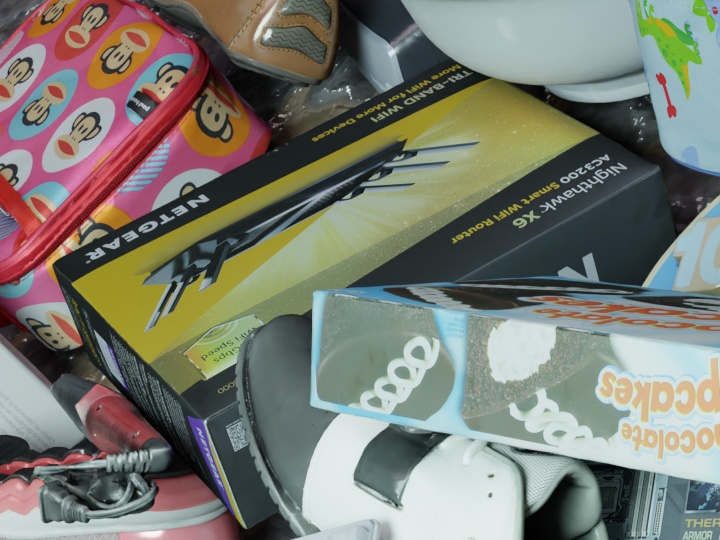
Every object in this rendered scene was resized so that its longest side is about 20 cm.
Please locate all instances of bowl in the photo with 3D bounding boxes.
[{"bbox_3d":[0.103,-0.132,0.918,0.200,0.091,0.202,-19,30,12],"label":"bowl"}]

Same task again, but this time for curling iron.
[{"bbox_3d":[-0.104,0.059,0.861,0.049,0.026,0.200,-12,12,-9],"label":"curling iron"}]

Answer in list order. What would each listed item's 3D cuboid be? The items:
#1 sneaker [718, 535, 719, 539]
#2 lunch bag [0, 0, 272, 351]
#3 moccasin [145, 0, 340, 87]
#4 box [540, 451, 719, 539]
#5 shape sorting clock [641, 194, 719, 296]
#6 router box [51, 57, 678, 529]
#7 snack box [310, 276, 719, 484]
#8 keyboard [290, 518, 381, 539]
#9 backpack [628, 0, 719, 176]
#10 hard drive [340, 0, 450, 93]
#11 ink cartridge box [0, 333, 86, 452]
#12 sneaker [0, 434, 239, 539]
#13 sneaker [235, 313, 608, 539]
[{"bbox_3d":[0.074,0.145,0.583,0.199,0.081,0.075,-38,41,1],"label":"sneaker"},{"bbox_3d":[-0.145,-0.046,1.104,0.176,0.082,0.200,-47,31,-3],"label":"lunch bag"},{"bbox_3d":[-0.057,-0.145,1.068,0.201,0.073,0.078,-136,64,-69],"label":"moccasin"},{"bbox_3d":[0.131,0.097,0.675,0.199,0.051,0.159,-8,63,39],"label":"box"},{"bbox_3d":[0.165,0.024,0.758,0.199,0.039,0.201,-27,38,22],"label":"shape sorting clock"},{"bbox_3d":[0.000,0.000,0.878,0.199,0.053,0.157,-29,32,-17],"label":"router box"},{"bbox_3d":[0.095,0.029,0.624,0.199,0.116,0.037,8,97,44],"label":"snack box"},{"bbox_3d":[-0.033,0.159,0.623,0.056,0.011,0.201,-25,40,40],"label":"keyboard"},{"bbox_3d":[0.184,-0.115,0.739,0.199,0.148,0.182,-33,27,-31],"label":"backpack"},{"bbox_3d":[0.032,-0.163,1.083,0.135,0.042,0.200,-39,35,6],"label":"hard drive"},{"bbox_3d":[-0.243,0.087,0.998,0.200,0.147,0.083,-46,32,-6],"label":"ink cartridge box"},{"bbox_3d":[-0.130,0.116,0.907,0.199,0.088,0.074,-6,13,35],"label":"sneaker"},{"bbox_3d":[0.031,0.074,0.696,0.089,0.074,0.201,-46,51,18],"label":"sneaker"}]
